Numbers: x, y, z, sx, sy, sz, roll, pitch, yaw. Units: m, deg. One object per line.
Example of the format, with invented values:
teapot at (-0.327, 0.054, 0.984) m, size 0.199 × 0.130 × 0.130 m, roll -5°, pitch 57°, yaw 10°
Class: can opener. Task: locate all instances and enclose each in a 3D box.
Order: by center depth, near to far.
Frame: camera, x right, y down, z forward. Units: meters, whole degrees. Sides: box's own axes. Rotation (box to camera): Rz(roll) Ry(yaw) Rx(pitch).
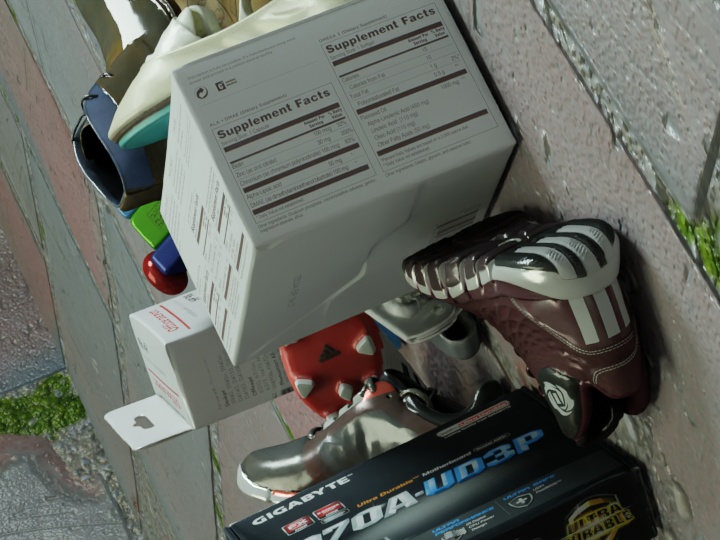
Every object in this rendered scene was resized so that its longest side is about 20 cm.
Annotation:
can opener at (0.000, 0.000, 1.462) m, size 0.200 × 0.053 × 0.067 m, roll 34°, pitch 158°, yaw 45°

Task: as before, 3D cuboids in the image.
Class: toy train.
toy train at (-0.107, -0.058, 1.615) m, size 0.116 × 0.085 × 0.200 m, roll 48°, pitch -159°, yaw 12°

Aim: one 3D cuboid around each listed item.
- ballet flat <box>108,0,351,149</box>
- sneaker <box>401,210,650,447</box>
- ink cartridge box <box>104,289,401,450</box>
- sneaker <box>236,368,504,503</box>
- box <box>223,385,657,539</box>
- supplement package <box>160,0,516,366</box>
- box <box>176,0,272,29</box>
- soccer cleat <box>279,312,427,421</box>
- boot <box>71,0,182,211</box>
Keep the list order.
ballet flat at (-0.070, -0.135, 1.360) m, size 0.069 × 0.199 × 0.070 m, roll 47°, pitch -149°, yaw -40°
sneaker at (0.088, 0.035, 1.204) m, size 0.116 × 0.075 × 0.200 m, roll 68°, pitch 166°, yaw -10°
ink cartridge box at (-0.086, 0.049, 1.621) m, size 0.116 × 0.199 × 0.067 m, roll -154°, pitch 45°, yaw -70°
sneaker at (0.012, 0.102, 1.456) m, size 0.077 × 0.199 × 0.082 m, roll -12°, pitch -86°, yaw -64°
box at (0.041, 0.143, 1.278) m, size 0.046 × 0.199 × 0.159 m, roll 70°, pitch 167°, yaw -19°
supplement package at (-0.018, -0.052, 1.301) m, size 0.111 × 0.155 × 0.200 m, roll 64°, pitch 166°, yaw 15°
box at (-0.087, -0.186, 1.490) m, size 0.164 × 0.021 × 0.201 m, roll 117°, pitch 142°, yaw -51°
soccer cleat at (0.006, 0.079, 1.530) m, size 0.200 × 0.069 × 0.085 m, roll 53°, pitch -169°, yaw -21°
boot at (-0.150, -0.119, 1.459) m, size 0.200 × 0.097 × 0.075 m, roll 51°, pitch 144°, yaw 27°
